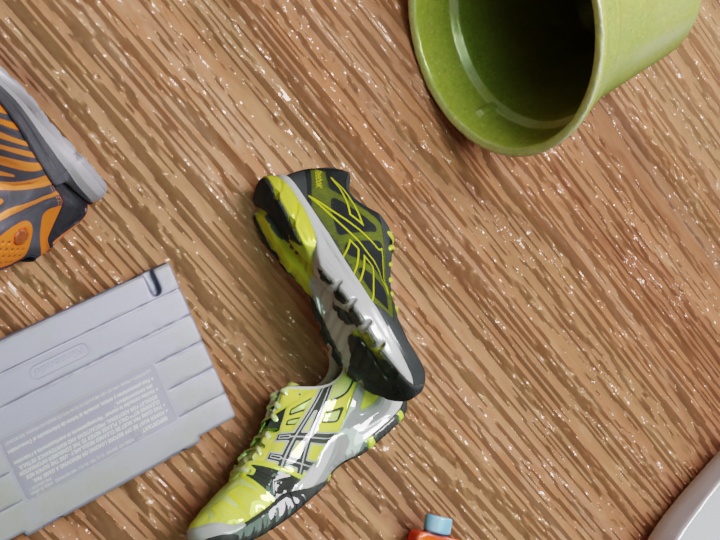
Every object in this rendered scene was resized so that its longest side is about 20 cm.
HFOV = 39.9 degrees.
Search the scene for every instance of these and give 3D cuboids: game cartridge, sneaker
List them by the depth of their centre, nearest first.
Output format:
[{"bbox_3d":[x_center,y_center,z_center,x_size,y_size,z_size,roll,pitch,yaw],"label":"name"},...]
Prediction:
[{"bbox_3d":[-0.251,-0.069,0.624,0.112,0.077,0.201,-50,139,-13],"label":"sneaker"},{"bbox_3d":[-0.199,0.095,0.699,0.198,0.038,0.132,-26,102,-22],"label":"game cartridge"},{"bbox_3d":[0.000,0.000,0.742,0.084,0.075,0.202,-26,76,-28],"label":"sneaker"},{"bbox_3d":[-0.056,0.132,0.743,0.199,0.075,0.077,-38,95,-31],"label":"sneaker"}]

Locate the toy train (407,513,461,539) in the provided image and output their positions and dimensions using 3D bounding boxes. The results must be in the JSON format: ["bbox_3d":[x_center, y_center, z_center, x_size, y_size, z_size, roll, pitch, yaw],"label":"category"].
[{"bbox_3d":[0.074,0.302,0.797,0.148,0.055,0.204,12,80,-21],"label":"toy train"}]

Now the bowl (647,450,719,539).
[{"bbox_3d":[0.349,0.265,0.903,0.200,0.074,0.201,-42,103,-20],"label":"bowl"}]

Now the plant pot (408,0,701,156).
[{"bbox_3d":[0.171,-0.215,0.800,0.182,0.199,0.204,-24,97,-33],"label":"plant pot"}]
